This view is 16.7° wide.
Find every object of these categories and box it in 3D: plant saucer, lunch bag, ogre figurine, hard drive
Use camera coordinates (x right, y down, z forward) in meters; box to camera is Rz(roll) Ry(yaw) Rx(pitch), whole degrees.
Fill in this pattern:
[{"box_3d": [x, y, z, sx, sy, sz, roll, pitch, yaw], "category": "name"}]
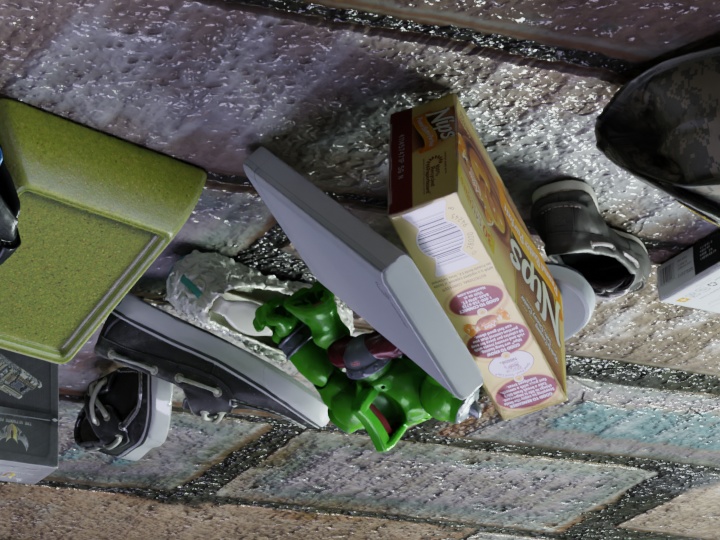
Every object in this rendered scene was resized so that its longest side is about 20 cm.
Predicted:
[{"box_3d": [-0.230, -0.011, 1.736, 0.199, 0.048, 0.200, 19, 122, -42], "category": "plant saucer"}, {"box_3d": [0.278, -0.081, 1.649, 0.199, 0.118, 0.164, -14, 156, 41], "category": "lunch bag"}, {"box_3d": [0.013, 0.064, 1.839, 0.199, 0.120, 0.098, -16, -162, 23], "category": "ogre figurine"}, {"box_3d": [0.000, 0.000, 1.701, 0.027, 0.200, 0.132, -40, 128, -9], "category": "hard drive"}]

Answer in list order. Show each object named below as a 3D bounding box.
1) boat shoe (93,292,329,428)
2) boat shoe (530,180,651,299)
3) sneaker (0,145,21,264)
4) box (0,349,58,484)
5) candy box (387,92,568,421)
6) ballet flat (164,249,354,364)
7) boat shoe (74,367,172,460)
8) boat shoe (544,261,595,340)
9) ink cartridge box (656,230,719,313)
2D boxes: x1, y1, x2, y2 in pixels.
[{"box_3d": [-0.118, 0.087, 1.974, 0.199, 0.064, 0.071, 27, 179, 6], "category": "boat shoe"}, {"box_3d": [0.177, -0.008, 1.891, 0.066, 0.057, 0.200, -11, 156, 19], "category": "boat shoe"}, {"box_3d": [-0.303, -0.078, 1.619, 0.112, 0.073, 0.200, -36, 113, 18], "category": "sneaker"}, {"box_3d": [-0.331, 0.073, 1.900, 0.199, 0.159, 0.048, 11, 155, -31], "category": "box"}, {"box_3d": [0.082, -0.008, 1.692, 0.055, 0.116, 0.201, -18, 126, 16], "category": "candy box"}, {"box_3d": [-0.071, 0.041, 1.948, 0.072, 0.072, 0.199, -22, 151, 40], "category": "ballet flat"}, {"box_3d": [-0.208, 0.123, 2.138, 0.063, 0.071, 0.200, 5, 158, -16], "category": "boat shoe"}, {"box_3d": [0.106, 0.011, 1.869, 0.199, 0.091, 0.071, -11, 120, 41], "category": "boat shoe"}, {"box_3d": [0.347, 0.012, 1.989, 0.199, 0.037, 0.095, 13, 152, -28], "category": "ink cartridge box"}]
